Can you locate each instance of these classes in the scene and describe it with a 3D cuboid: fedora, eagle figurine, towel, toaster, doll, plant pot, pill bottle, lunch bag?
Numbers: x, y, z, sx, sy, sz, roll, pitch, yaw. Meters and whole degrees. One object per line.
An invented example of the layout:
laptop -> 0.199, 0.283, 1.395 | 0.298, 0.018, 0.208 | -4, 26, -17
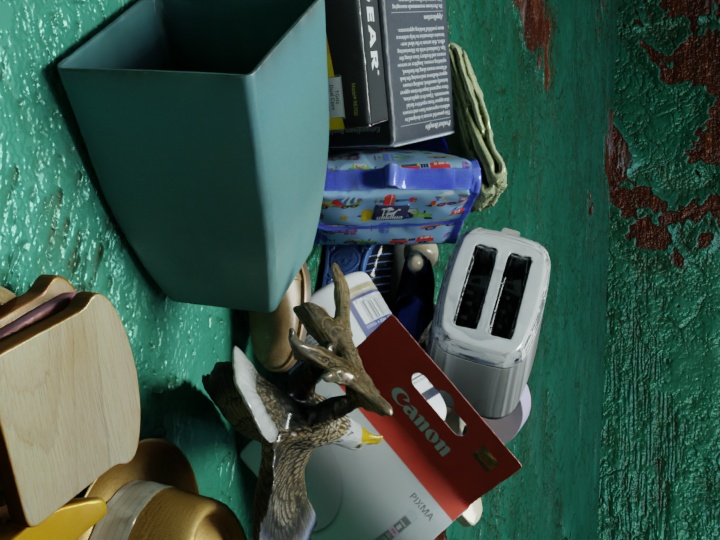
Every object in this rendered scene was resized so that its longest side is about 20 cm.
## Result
fedora -> -0.130, 0.221, 0.714 | 0.200, 0.081, 0.204 | -1, 90, -68
eagle figurine -> -0.054, 0.123, 0.757 | 0.150, 0.200, 0.152 | 38, 34, -6
towel -> 0.110, -0.135, 1.030 | 0.200, 0.036, 0.151 | 70, 4, -85
toaster -> 0.126, 0.055, 1.037 | 0.130, 0.112, 0.202 | 89, 20, -57
doll -> 0.053, 0.037, 1.079 | 0.138, 0.048, 0.202 | 86, 16, -45
plant pot -> -0.099, -0.080, 0.742 | 0.142, 0.139, 0.202 | -62, 151, -51
pill bottle -> 0.009, 0.113, 0.929 | 0.202, 0.110, 0.111 | 59, 20, 9
lunch bag -> 0.027, -0.078, 0.951 | 0.200, 0.148, 0.096 | 114, -24, -86

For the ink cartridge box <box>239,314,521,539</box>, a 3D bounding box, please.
ink cartridge box -> 0.009, 0.157, 0.842 | 0.163, 0.200, 0.057 | 48, 42, 5

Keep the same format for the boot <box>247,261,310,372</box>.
boot -> -0.089, -0.014, 0.876 | 0.075, 0.073, 0.203 | 4, 81, -50

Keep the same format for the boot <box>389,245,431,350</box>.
boot -> 0.050, -0.005, 1.203 | 0.182, 0.071, 0.203 | -49, 141, -78

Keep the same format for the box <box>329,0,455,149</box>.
box -> -0.007, -0.216, 0.937 | 0.106, 0.147, 0.203 | -19, 108, -50

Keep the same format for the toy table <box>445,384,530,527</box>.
toy table -> 0.090, 0.177, 1.141 | 0.117, 0.183, 0.201 | -45, 172, -34

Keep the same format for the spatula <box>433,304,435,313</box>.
spatula -> 0.107, 0.069, 1.227 | 0.057, 0.020, 0.200 | 58, -3, -17

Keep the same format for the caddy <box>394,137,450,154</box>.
caddy -> 0.057, -0.190, 1.193 | 0.142, 0.104, 0.201 | 48, 40, -24

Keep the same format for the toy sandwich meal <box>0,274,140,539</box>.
toy sandwich meal -> -0.198, 0.096, 0.565 | 0.205, 0.069, 0.209 | -1, 90, -68

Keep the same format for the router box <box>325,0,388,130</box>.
router box -> -0.061, -0.213, 0.826 | 0.051, 0.147, 0.203 | -32, 118, -66

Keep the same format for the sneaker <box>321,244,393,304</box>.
sneaker -> 0.000, 0.000, 1.089 | 0.078, 0.069, 0.203 | 62, 38, -58
